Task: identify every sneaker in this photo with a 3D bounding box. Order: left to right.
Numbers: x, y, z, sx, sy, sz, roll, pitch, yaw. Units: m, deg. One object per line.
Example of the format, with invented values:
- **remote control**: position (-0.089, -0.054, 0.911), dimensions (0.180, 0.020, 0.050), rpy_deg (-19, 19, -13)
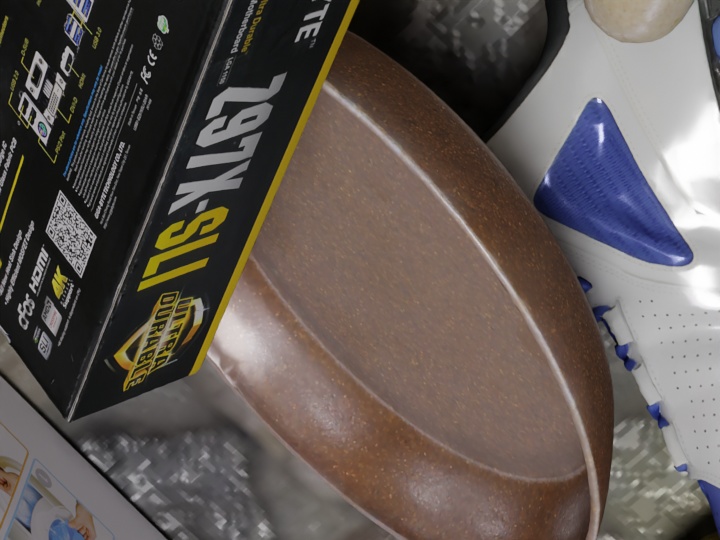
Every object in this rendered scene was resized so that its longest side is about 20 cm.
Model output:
- **sneaker**: position (0.085, 0.000, 0.783), dimensions (0.114, 0.080, 0.201), rpy_deg (-7, 93, 21)

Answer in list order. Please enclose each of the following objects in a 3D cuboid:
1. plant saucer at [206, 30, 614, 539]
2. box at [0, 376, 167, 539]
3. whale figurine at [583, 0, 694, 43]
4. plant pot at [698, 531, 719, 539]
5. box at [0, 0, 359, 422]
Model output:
- **plant saucer**: position (0.000, 0.000, 0.766), dimensions (0.034, 0.200, 0.201), rpy_deg (-42, 111, -23)
- **box**: position (-0.135, 0.107, 0.853), dimensions (0.112, 0.102, 0.200), rpy_deg (-38, 107, 21)
- **whale figurine**: position (0.049, -0.137, 0.727), dimensions (0.199, 0.104, 0.160), rpy_deg (-18, 109, 37)
- **plant pot**: position (0.135, 0.196, 0.821), dimensions (0.193, 0.196, 0.201), rpy_deg (12, 114, 0)
- **box**: position (-0.076, -0.083, 0.694), dimensions (0.160, 0.049, 0.200), rpy_deg (52, 142, 24)
